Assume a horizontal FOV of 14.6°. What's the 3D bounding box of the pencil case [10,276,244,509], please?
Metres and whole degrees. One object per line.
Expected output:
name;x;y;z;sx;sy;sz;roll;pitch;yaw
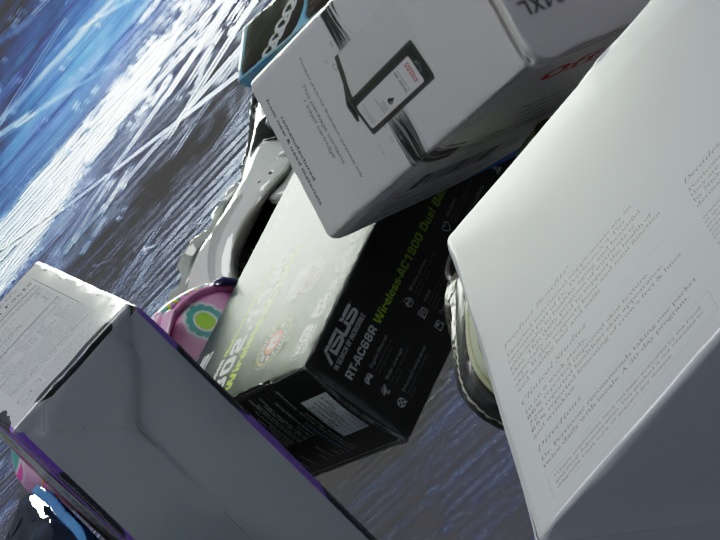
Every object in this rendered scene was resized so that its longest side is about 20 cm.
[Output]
pencil case;-0.110;0.065;1.439;0.200;0.087;0.088;-27;31;57

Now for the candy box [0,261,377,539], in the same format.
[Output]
candy box;-0.081;0.084;1.171;0.072;0.168;0.200;-47;15;-8

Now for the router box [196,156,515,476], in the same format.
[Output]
router box;0.000;0.000;1.310;0.150;0.062;0.201;-29;30;57

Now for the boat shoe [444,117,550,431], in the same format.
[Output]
boat shoe;0.066;0.012;1.113;0.066;0.072;0.201;-50;11;30

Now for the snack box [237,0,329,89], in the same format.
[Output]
snack box;0.043;-0.128;1.348;0.200;0.116;0.037;-36;41;45

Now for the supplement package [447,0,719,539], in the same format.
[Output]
supplement package;0.136;0.015;0.771;0.152;0.150;0.200;-50;18;14

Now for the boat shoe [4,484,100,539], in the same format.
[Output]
boat shoe;-0.141;0.138;1.225;0.069;0.084;0.200;-46;-1;-8

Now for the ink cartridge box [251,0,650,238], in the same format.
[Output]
ink cartridge box;0.063;-0.104;1.172;0.146;0.085;0.200;-24;-8;-30

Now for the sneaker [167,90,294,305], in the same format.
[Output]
sneaker;-0.027;-0.050;1.476;0.088;0.074;0.201;-13;53;65
